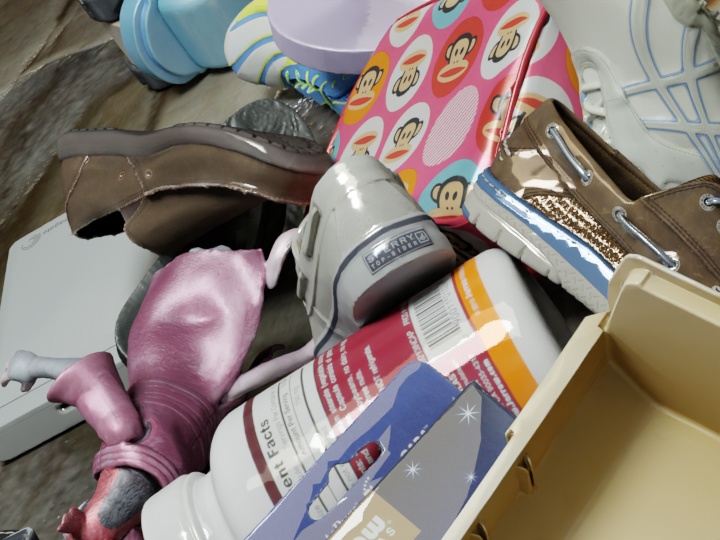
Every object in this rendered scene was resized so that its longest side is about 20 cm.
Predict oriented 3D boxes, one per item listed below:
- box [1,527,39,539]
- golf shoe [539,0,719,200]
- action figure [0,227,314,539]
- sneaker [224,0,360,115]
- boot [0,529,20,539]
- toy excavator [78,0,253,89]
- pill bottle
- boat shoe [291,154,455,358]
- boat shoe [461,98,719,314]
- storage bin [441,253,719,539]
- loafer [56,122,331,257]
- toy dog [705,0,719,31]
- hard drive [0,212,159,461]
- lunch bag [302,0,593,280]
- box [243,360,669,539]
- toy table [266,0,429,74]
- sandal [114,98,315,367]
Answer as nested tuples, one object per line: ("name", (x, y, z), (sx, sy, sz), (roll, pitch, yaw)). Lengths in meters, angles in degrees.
("box", (-0.216, 0.243, 0.792), (0.196, 0.118, 0.200), (-26, 21, 19))
("golf shoe", (0.127, -0.072, 0.813), (0.097, 0.200, 0.078), (-46, 5, -3))
("action figure", (-0.091, 0.084, 0.902), (0.149, 0.134, 0.200), (-12, 27, 18))
("sneaker", (-0.017, -0.132, 1.139), (0.200, 0.076, 0.105), (-11, 42, 36))
("boot", (-0.248, 0.155, 1.017), (0.200, 0.073, 0.151), (-30, 33, 24))
("toy excavator", (-0.072, -0.209, 1.290), (0.200, 0.100, 0.195), (21, 66, 40))
("pill bottle", (0.009, 0.087, 0.803), (0.200, 0.113, 0.113), (-33, 32, 10))
("boat shoe", (0.000, 0.000, 0.862), (0.071, 0.200, 0.070), (-27, 75, -8))
("boat shoe", (0.134, -0.005, 0.755), (0.200, 0.072, 0.072), (34, 107, 23))
("storage bin", (0.112, 0.124, 0.597), (0.198, 0.094, 0.200), (28, 67, 24))
("loafer", (-0.093, -0.042, 1.008), (0.200, 0.073, 0.071), (2, 88, 46))
("toy dog", (0.181, -0.191, 0.962), (0.194, 0.139, 0.200), (-37, 29, 29))
("hard drive", (-0.174, 0.020, 1.150), (0.132, 0.027, 0.200), (-28, 33, 15))
("lunch bag", (0.058, -0.082, 0.930), (0.200, 0.082, 0.177), (-6, 62, 63))
("box", (0.053, 0.128, 0.685), (0.200, 0.032, 0.121), (38, 77, 23))
("toy table", (0.038, -0.203, 1.045), (0.200, 0.117, 0.184), (-27, 50, -14))
("sandal", (-0.077, -0.024, 1.062), (0.075, 0.048, 0.201), (21, 61, 6))
